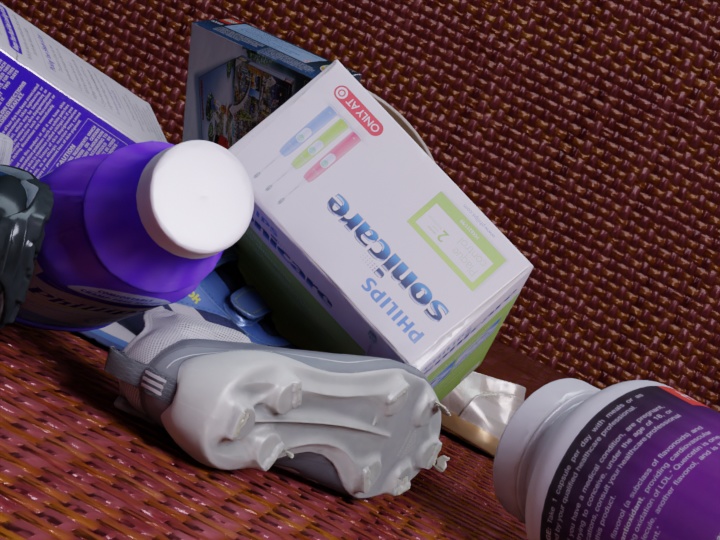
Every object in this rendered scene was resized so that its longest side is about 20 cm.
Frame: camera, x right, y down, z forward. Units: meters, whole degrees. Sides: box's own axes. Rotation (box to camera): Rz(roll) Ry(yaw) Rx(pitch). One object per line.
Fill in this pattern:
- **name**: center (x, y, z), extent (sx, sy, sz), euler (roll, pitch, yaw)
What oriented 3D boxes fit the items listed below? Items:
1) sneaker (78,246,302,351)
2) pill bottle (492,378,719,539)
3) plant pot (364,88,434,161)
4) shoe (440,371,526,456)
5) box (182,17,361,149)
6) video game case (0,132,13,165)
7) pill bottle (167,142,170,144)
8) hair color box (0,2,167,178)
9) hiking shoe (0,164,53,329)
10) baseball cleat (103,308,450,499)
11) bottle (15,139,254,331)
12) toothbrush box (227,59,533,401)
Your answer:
- **sneaker**: center (-0.086, 0.015, 1.036), extent (0.199, 0.083, 0.074), euler (28, 1, 5)
- **pill bottle**: center (0.156, 0.123, 0.937), extent (0.112, 0.113, 0.200), euler (23, 4, -45)
- **plant pot**: center (-0.050, -0.035, 1.573), extent (0.199, 0.201, 0.134), euler (25, -32, -15)
- **shoe**: center (0.025, 0.066, 1.422), extent (0.199, 0.054, 0.070), euler (27, 3, 12)
- **box**: center (-0.066, -0.052, 1.322), extent (0.038, 0.201, 0.136), euler (-13, 29, -39)
- **video game case**: center (-0.300, -0.085, 0.966), extent (0.199, 0.024, 0.182), euler (8, -7, 28)
- **pill bottle**: center (-0.224, -0.087, 1.355), extent (0.199, 0.113, 0.112), euler (27, 3, 19)
- **hair color box**: center (-0.201, -0.103, 1.085), extent (0.200, 0.065, 0.109), euler (36, 10, -26)
- **hiking shoe**: center (-0.200, -0.020, 0.874), extent (0.086, 0.075, 0.200), euler (16, -3, -30)
- **baseball cleat**: center (-0.038, 0.053, 0.906), extent (0.106, 0.070, 0.200), euler (28, 2, 31)
- **bottle**: center (-0.109, -0.015, 0.891), extent (0.083, 0.066, 0.200), euler (10, -13, -27)
- **toothbrush box**: center (0.000, 0.000, 1.058), extent (0.146, 0.086, 0.200), euler (47, -13, 10)
